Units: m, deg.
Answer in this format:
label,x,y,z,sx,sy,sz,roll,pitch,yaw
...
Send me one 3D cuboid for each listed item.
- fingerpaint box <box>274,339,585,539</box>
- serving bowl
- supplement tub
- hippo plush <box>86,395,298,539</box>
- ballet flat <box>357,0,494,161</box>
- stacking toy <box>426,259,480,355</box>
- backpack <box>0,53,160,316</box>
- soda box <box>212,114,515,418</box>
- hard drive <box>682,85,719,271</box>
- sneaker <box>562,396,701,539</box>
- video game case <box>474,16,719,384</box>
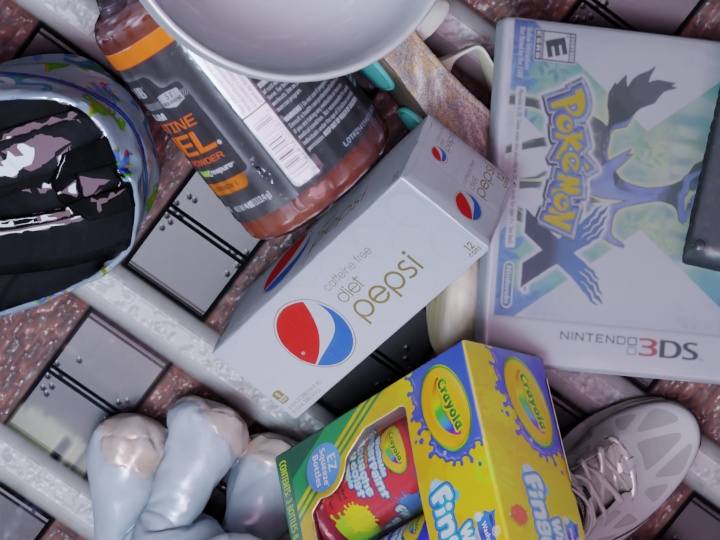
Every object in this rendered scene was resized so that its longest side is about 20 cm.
label,x,y,z,sx,sy,sz,roll,pitch,yaw
fingerpaint box,0.045,0.167,1.648,0.073,0.201,0.167,13,145,-42
serving bowl,-0.049,-0.199,1.595,0.199,0.066,0.202,1,86,-20
supplement tub,-0.080,-0.123,1.673,0.107,0.107,0.200,-37,105,8
hippo plush,-0.113,0.175,1.733,0.199,0.161,0.160,-24,107,4
ballet flat,0.036,-0.120,1.709,0.067,0.068,0.200,-45,110,-10
stacking toy,0.142,0.015,1.744,0.198,0.085,0.086,3,107,-9
backpack,-0.216,-0.050,1.681,0.199,0.154,0.164,-10,106,23
soda box,0.000,0.000,1.692,0.068,0.064,0.200,38,131,-12
hard drive,0.295,-0.051,1.676,0.199,0.033,0.141,13,84,8
sneaker,0.136,0.141,1.733,0.200,0.115,0.076,-32,94,-16
video game case,0.160,-0.039,1.704,0.181,0.022,0.202,5,85,-14
